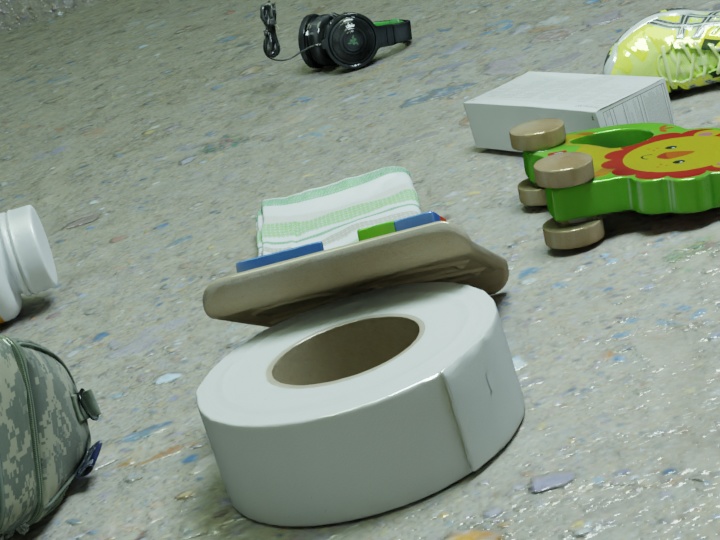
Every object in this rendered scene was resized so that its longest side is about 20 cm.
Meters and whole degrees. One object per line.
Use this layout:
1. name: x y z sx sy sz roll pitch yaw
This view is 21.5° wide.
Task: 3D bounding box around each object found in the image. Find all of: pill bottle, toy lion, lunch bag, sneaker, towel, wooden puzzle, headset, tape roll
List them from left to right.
1. lunch bag: -0.290 0.115 1.261 0.198 0.141 0.168 -11 2 12
2. pill bottle: -0.378 0.009 1.704 0.198 0.110 0.109 -18 18 -2
3. headset: -0.032 -0.291 2.282 0.199 0.095 0.123 -16 14 -33
4. towel: -0.021 -0.040 1.632 0.148 0.031 0.200 -18 18 3
5. wooden puzzle: 0.000 0.000 1.321 0.184 0.047 0.200 -15 -12 11
6. tape roll: 0.001 0.080 1.192 0.201 0.071 0.203 -16 17 5
7. toy lion: 0.224 -0.081 1.482 0.190 0.069 0.200 -11 17 -2
8. sneaker: 0.316 -0.204 1.721 0.198 0.076 0.076 -19 17 1

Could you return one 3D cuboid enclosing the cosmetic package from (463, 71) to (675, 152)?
1. cosmetic package: 0.184 -0.138 1.692 0.082 0.051 0.200 -24 18 -26
